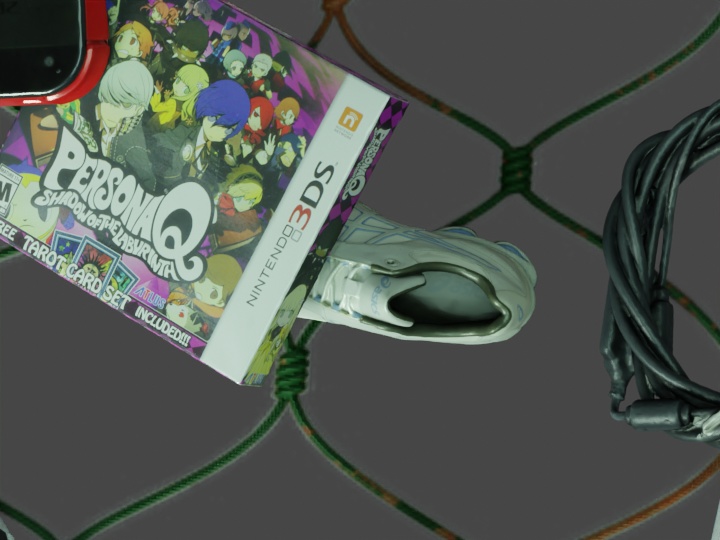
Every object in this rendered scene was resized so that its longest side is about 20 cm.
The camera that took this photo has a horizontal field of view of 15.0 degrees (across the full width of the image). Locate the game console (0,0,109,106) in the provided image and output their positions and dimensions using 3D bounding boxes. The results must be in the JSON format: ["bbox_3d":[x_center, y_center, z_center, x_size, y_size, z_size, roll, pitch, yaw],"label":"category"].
[{"bbox_3d":[-0.240,-0.178,1.528,0.200,0.031,0.177,-2,95,16],"label":"game console"}]

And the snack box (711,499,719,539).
[{"bbox_3d":[0.289,0.149,1.562,0.169,0.068,0.200,10,96,0],"label":"snack box"}]

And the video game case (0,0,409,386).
[{"bbox_3d":[-0.099,-0.061,1.521,0.200,0.036,0.181,31,97,20],"label":"video game case"}]

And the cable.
[{"bbox_3d":[0.207,-0.001,1.515,0.163,0.051,0.200,7,84,43],"label":"cable"}]

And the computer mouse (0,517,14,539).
[{"bbox_3d":[-0.241,0.162,1.589,0.110,0.044,0.200,-24,91,0],"label":"computer mouse"}]

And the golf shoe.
[{"bbox_3d":[0.000,0.000,1.534,0.200,0.097,0.078,7,100,2],"label":"golf shoe"}]
